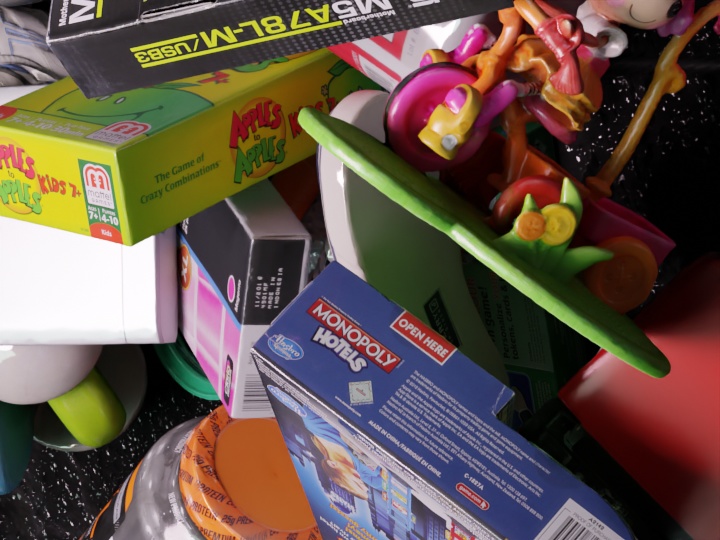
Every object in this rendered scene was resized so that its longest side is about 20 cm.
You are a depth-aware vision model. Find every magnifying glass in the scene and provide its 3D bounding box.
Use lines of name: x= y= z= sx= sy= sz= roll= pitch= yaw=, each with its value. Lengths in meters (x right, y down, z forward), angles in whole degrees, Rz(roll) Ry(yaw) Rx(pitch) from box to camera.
magnifying glass: x=-0.062 y=-0.002 z=1.352 sx=0.080 sy=0.022 sz=0.200 roll=49 pitch=138 yaw=14

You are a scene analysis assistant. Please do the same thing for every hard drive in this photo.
hard drive: x=-0.189 y=-0.027 z=1.287 sx=0.200 sy=0.027 sz=0.132 roll=-1 pitch=89 yaw=22

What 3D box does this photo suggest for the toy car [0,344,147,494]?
toy car: x=-0.222 y=0.040 z=1.395 sx=0.200 sy=0.150 sz=0.175 roll=45 pitch=172 yaw=16

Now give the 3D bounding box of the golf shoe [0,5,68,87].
golf shoe: x=-0.213 y=-0.116 z=1.366 sx=0.200 sy=0.097 sz=0.078 roll=31 pitch=128 yaw=14

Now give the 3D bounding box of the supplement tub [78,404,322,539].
supplement tub: x=-0.088 y=0.160 z=1.386 sx=0.123 sy=0.122 sz=0.200 roll=51 pitch=136 yaw=11

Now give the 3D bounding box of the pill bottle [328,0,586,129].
pill bottle: x=0.001 y=-0.157 z=1.136 sx=0.200 sy=0.112 sz=0.112 roll=37 pitch=133 yaw=24

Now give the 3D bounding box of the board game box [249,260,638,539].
board game box: x=0.046 y=0.116 z=1.152 sx=0.200 sy=0.062 sz=0.200 roll=37 pitch=159 yaw=17

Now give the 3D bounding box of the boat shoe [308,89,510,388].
boat shoe: x=0.000 y=0.000 z=1.192 sx=0.093 sy=0.075 sz=0.200 roll=14 pitch=132 yaw=42

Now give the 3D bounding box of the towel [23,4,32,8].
towel: x=-0.265 y=-0.196 z=1.440 sx=0.200 sy=0.022 sz=0.147 roll=17 pitch=123 yaw=37

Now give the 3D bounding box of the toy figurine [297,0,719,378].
toy figurine: x=0.101 y=-0.084 z=1.034 sx=0.184 sy=0.200 sz=0.150 roll=-54 pitch=30 yaw=7

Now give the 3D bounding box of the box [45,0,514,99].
box: x=-0.028 y=-0.178 z=1.051 sx=0.193 sy=0.200 sz=0.048 roll=-13 pitch=143 yaw=20

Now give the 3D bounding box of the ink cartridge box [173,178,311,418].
ink cartridge box: x=-0.071 y=-0.012 z=1.254 sx=0.200 sy=0.037 sz=0.095 roll=-124 pitch=37 yaw=-61

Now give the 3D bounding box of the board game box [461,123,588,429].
board game box: x=0.049 y=0.020 z=1.248 sx=0.134 sy=0.029 sz=0.200 roll=9 pitch=118 yaw=42

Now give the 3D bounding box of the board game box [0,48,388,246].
board game box: x=-0.076 y=-0.075 z=1.189 sx=0.101 sy=0.200 sz=0.048 roll=12 pitch=119 yaw=40

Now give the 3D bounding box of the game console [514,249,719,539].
game console: x=0.174 y=0.112 z=1.159 sx=0.200 sy=0.119 sz=0.172 roll=46 pitch=165 yaw=3

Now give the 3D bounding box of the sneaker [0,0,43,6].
sneaker: x=-0.242 y=-0.209 z=1.362 sx=0.200 sy=0.074 sz=0.087 roll=22 pitch=113 yaw=24
